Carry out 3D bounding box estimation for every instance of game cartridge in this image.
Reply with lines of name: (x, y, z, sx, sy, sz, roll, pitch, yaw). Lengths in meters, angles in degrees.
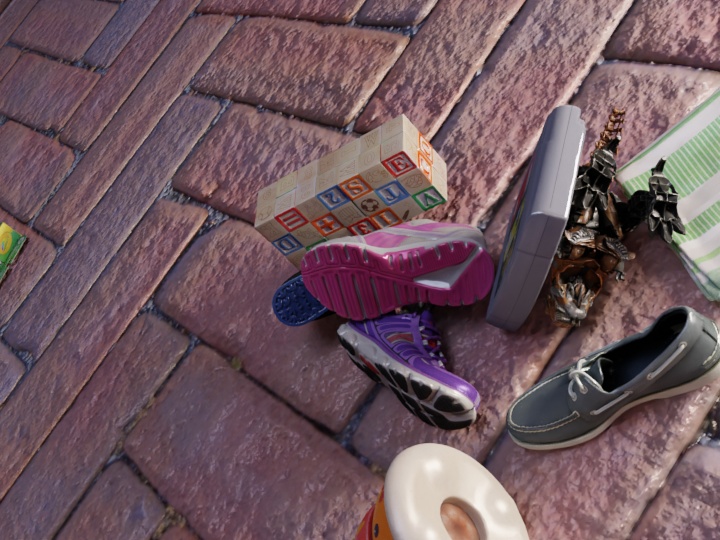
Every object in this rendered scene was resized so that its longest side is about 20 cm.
game cartridge: (0.151, -0.034, 0.954, 0.040, 0.201, 0.134, 12, 60, 2)

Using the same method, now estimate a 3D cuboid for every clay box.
clay box: (-0.662, -0.023, 1.873, 0.199, 0.048, 0.116, -2, 56, 46)

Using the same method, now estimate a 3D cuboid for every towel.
towel: (0.318, -0.073, 0.939, 0.152, 0.023, 0.201, -39, 37, 11)

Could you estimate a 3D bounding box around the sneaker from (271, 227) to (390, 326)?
sneaker: (0.000, 0.000, 1.161, 0.198, 0.071, 0.078, -21, 5, 9)

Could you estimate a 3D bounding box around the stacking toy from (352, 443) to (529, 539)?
stacking toy: (0.028, 0.249, 0.880, 0.200, 0.145, 0.147, -45, 33, 32)

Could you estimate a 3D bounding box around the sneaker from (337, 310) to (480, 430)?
sneaker: (0.051, 0.078, 1.033, 0.083, 0.081, 0.200, -42, 37, -10)

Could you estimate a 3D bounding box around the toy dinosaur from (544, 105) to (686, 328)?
toy dinosaur: (0.206, -0.053, 0.966, 0.136, 0.101, 0.202, 136, 131, -69)

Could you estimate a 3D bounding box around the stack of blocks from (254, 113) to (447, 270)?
stack of blocks: (-0.003, -0.074, 1.190, 0.199, 0.115, 0.059, -25, 42, 27)

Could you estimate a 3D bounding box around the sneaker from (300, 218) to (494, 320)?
sneaker: (0.039, -0.005, 1.078, 0.198, 0.082, 0.088, -1, 21, 16)

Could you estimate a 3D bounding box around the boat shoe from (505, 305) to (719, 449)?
boat shoe: (0.197, 0.084, 0.885, 0.199, 0.062, 0.073, -27, 41, 26)
